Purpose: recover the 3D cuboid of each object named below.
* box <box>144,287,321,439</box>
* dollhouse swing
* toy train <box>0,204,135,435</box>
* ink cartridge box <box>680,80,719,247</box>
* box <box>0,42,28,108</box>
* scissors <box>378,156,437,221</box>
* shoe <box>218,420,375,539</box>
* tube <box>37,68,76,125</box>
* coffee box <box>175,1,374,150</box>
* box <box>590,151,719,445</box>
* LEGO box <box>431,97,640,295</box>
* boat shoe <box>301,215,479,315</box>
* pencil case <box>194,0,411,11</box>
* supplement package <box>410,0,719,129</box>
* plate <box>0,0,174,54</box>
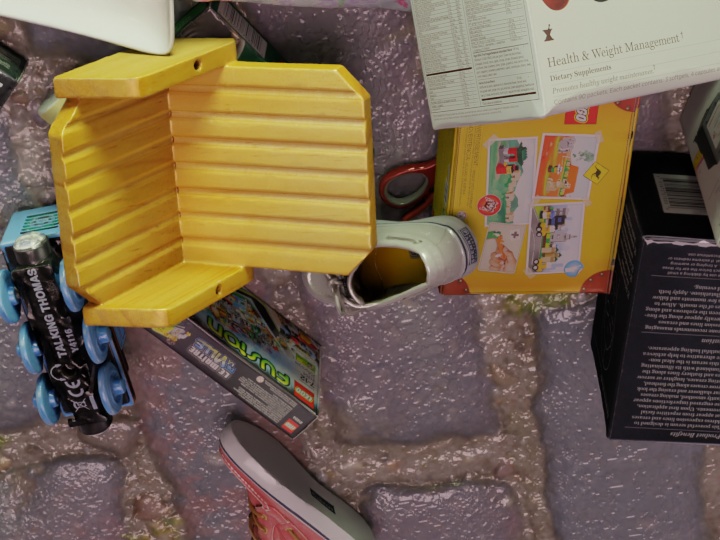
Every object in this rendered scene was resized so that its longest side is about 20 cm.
[{"bbox_3d":[-0.118,0.050,1.495,0.200,0.110,0.035,39,114,-21],"label":"box"},{"bbox_3d":[-0.108,-0.061,1.327,0.175,0.181,0.201,12,116,31],"label":"dollhouse swing"},{"bbox_3d":[-0.250,0.042,1.489,0.086,0.115,0.201,-10,120,10],"label":"toy train"},{"bbox_3d":[0.344,-0.081,1.362,0.147,0.200,0.086,17,121,-10],"label":"ink cartridge box"},{"bbox_3d":[-0.397,-0.160,1.407,0.199,0.046,0.159,33,116,-18],"label":"box"},{"bbox_3d":[0.099,-0.104,1.460,0.200,0.014,0.073,-41,113,19],"label":"scissors"},{"bbox_3d":[-0.082,0.228,1.624,0.091,0.072,0.200,-39,118,15],"label":"shoe"},{"bbox_3d":[-0.179,-0.086,1.449,0.052,0.058,0.200,-41,111,17],"label":"tube"},{"bbox_3d":[-0.095,-0.120,1.430,0.123,0.044,0.200,-36,114,20],"label":"coffee box"},{"bbox_3d":[0.263,0.023,1.455,0.106,0.149,0.201,3,122,-2],"label":"box"},{"bbox_3d":[0.140,-0.082,1.424,0.148,0.077,0.201,0,122,-7],"label":"LEGO box"},{"bbox_3d":[0.002,0.004,1.430,0.201,0.086,0.075,-5,106,48],"label":"boat shoe"},{"bbox_3d":[-0.047,-0.247,1.329,0.198,0.084,0.091,4,159,-3],"label":"pencil case"},{"bbox_3d":[0.148,-0.218,1.231,0.190,0.147,0.202,-15,98,-29],"label":"supplement package"},{"bbox_3d":[-0.220,-0.278,1.307,0.198,0.032,0.201,15,120,19],"label":"plate"}]
